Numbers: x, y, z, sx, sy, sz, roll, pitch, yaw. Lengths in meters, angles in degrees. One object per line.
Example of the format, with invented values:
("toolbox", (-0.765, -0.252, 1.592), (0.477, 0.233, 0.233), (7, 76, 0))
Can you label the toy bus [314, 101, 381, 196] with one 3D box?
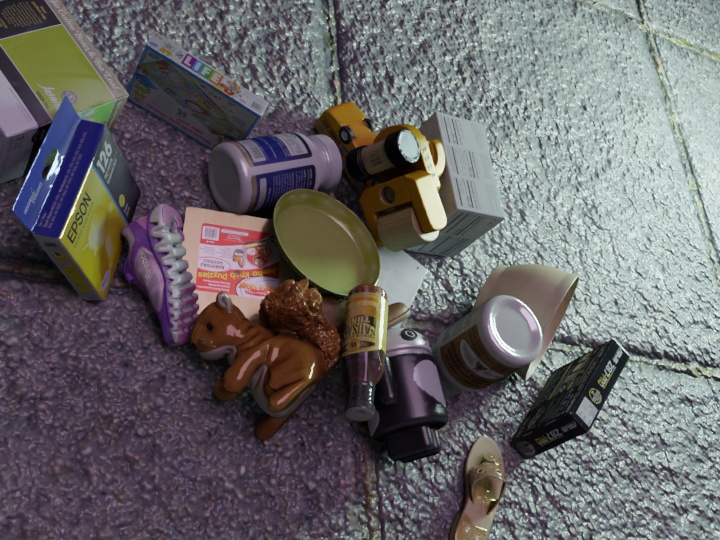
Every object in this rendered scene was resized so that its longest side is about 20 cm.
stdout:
("toy bus", (0.004, -0.204, 1.478), (0.065, 0.078, 0.200), (-27, 81, -38))

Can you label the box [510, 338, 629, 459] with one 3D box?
("box", (0.354, 0.217, 1.407), (0.049, 0.161, 0.200), (46, 49, -2))

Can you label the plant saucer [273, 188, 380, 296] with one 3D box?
("plant saucer", (-0.057, -0.038, 1.295), (0.200, 0.031, 0.200), (25, 43, -26))

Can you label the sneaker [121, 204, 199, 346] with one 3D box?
("sneaker", (-0.290, 0.011, 1.183), (0.080, 0.088, 0.201), (-2, 80, -80))

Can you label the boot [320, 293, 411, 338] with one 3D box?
("boot", (-0.018, 0.066, 1.274), (0.200, 0.074, 0.076), (-12, 92, -17))

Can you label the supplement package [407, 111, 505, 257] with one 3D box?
("supplement package", (0.151, -0.150, 1.488), (0.111, 0.156, 0.200), (8, 60, -31))

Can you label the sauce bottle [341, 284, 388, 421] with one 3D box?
("sauce bottle", (0.006, 0.115, 1.178), (0.066, 0.066, 0.200), (20, 48, -21))

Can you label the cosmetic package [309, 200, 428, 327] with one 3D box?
("cosmetic package", (0.000, 0.000, 1.380), (0.200, 0.052, 0.151), (38, 52, -9))

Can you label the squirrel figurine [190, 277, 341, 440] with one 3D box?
("squirrel figurine", (-0.134, 0.102, 1.176), (0.187, 0.142, 0.200), (42, 67, 11))

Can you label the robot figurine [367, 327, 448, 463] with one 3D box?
("robot figurine", (0.065, 0.186, 1.266), (0.125, 0.150, 0.200), (-4, 66, -20))

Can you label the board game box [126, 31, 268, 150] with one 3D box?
("board game box", (-0.262, -0.269, 1.315), (0.200, 0.134, 0.034), (31, 52, -14))

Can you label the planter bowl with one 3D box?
("planter bowl", (0.273, 0.070, 1.438), (0.135, 0.200, 0.200), (28, 47, 19))

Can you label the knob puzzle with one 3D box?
("knob puzzle", (-0.188, 0.013, 1.265), (0.219, 0.030, 0.220), (6, 70, -18))

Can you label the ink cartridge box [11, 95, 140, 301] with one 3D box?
("ink cartridge box", (-0.370, -0.095, 1.119), (0.047, 0.200, 0.198), (3, 57, 10))

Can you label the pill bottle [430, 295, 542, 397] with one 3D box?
("pill bottle", (0.184, 0.129, 1.325), (0.114, 0.200, 0.115), (15, 57, -25))

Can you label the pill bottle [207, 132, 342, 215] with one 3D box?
("pill bottle", (-0.135, -0.161, 1.345), (0.200, 0.116, 0.116), (-16, 73, -37))

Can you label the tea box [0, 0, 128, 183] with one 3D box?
("tea box", (-0.476, -0.261, 1.176), (0.197, 0.134, 0.200), (-32, 83, -39))

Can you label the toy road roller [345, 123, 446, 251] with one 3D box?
("toy road roller", (0.082, -0.143, 1.379), (0.146, 0.123, 0.200), (-21, 94, -47))

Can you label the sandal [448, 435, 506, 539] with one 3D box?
("sandal", (0.201, 0.346, 1.298), (0.078, 0.070, 0.212), (35, 51, -11))
